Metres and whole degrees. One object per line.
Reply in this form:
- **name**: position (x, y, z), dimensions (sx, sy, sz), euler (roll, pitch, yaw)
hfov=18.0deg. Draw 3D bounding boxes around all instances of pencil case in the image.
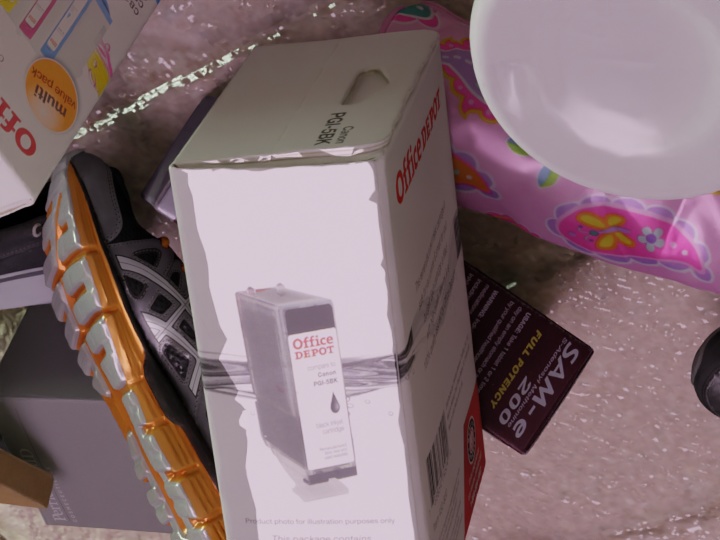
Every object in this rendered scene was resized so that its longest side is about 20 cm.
- **pencil case**: position (0.095, -0.051, 0.972), dimensions (0.199, 0.088, 0.088), euler (17, 136, 6)

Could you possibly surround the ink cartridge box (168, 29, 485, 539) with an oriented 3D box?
- **ink cartridge box**: position (-0.007, 0.022, 0.899), dimensions (0.082, 0.147, 0.201), euler (-2, 113, 12)

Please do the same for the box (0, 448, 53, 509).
- **box**: position (-0.269, 0.070, 1.116), dimensions (0.163, 0.021, 0.200), euler (3, 158, 34)

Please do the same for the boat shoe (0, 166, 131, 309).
- **boat shoe**: position (-0.200, -0.013, 1.085), dimensions (0.199, 0.070, 0.067), euler (-9, 108, -19)

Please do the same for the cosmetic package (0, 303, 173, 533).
- **cosmetic package**: position (-0.078, 0.073, 1.158), dimensions (0.199, 0.091, 0.107), euler (-2, 133, 21)

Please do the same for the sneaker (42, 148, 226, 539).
- **sneaker**: position (-0.087, 0.033, 1.056), dimensions (0.201, 0.077, 0.078), euler (65, 160, 3)

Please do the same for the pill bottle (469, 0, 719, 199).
- **pill bottle**: position (0.115, -0.129, 0.799), dimensions (0.113, 0.201, 0.114), euler (11, 135, 12)

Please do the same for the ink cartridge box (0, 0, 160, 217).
- **ink cartridge box**: position (-0.185, -0.103, 0.951), dimensions (0.125, 0.201, 0.129), euler (-18, 123, 35)

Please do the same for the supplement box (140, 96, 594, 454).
- **supplement box**: position (0.000, 0.000, 1.035), dimensions (0.199, 0.061, 0.109), euler (33, 179, -9)

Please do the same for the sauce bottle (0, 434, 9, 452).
- **sauce bottle**: position (-0.261, 0.073, 1.253), dimensions (0.199, 0.065, 0.065), euler (17, 136, 4)

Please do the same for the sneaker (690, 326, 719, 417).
- **sneaker**: position (0.242, 0.070, 0.998), dimensions (0.199, 0.079, 0.076), euler (12, 133, 10)
